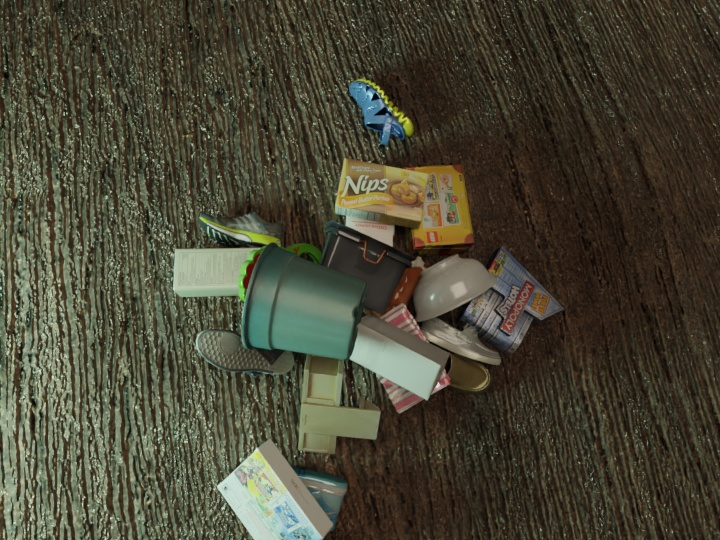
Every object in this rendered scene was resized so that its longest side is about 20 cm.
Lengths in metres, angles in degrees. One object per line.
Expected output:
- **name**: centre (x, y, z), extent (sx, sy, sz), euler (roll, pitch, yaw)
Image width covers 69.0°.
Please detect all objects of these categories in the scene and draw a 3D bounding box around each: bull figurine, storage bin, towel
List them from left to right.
- **storage bin**: centre (0.000, 0.000, 1.101), extent (0.196, 0.145, 0.137), euler (22, 86, -11)
- **bull figurine**: centre (0.079, 0.039, 1.204), extent (0.120, 0.065, 0.203), euler (26, 73, 3)
- **towel**: centre (0.087, 0.191, 1.141), extent (0.145, 0.030, 0.202), euler (-34, 83, 21)

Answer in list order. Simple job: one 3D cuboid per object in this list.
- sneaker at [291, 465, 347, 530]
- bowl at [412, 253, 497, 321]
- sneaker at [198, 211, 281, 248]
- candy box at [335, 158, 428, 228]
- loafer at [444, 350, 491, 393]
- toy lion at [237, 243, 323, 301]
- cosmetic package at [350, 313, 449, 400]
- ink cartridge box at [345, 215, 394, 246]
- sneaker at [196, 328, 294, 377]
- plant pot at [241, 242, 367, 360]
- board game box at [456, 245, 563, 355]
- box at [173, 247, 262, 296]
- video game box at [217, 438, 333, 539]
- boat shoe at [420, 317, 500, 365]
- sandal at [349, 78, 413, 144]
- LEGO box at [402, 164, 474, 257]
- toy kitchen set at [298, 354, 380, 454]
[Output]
- **sneaker**: centre (-0.132, 0.473, 1.061), extent (0.195, 0.080, 0.134), euler (11, 82, 5)
- **bowl**: centre (0.189, 0.026, 1.144), extent (0.198, 0.201, 0.092), euler (-28, 89, -13)
- **sneaker**: centre (-0.270, -0.097, 1.201), extent (0.196, 0.074, 0.083), euler (16, 65, -9)
- **candy box**: centre (0.047, -0.174, 1.185), extent (0.195, 0.055, 0.118), euler (10, 75, 1)
- **loafer**: centre (0.202, 0.223, 1.169), extent (0.196, 0.068, 0.078), euler (16, 76, -1)
- **toy lion**: centre (-0.159, 0.019, 1.126), extent (0.201, 0.068, 0.193), euler (-50, 118, -22)
- **cosmetic package**: centre (0.075, 0.171, 1.073), extent (0.197, 0.113, 0.083), euler (27, 102, 17)
- **ink cartridge box**: centre (0.023, -0.135, 1.239), extent (0.114, 0.067, 0.205), euler (5, 74, -4)
- **sneaker**: centre (-0.254, 0.169, 1.078), extent (0.199, 0.145, 0.079), euler (22, 76, -28)
- **plant pot**: centre (-0.095, 0.071, 0.975), extent (0.192, 0.201, 0.204), euler (14, 74, 6)
- **board game box**: centre (0.360, 0.084, 1.228), extent (0.198, 0.062, 0.202), euler (32, 74, 3)
- **box**: centre (-0.304, 0.005, 1.158), extent (0.195, 0.078, 0.097), euler (0, 76, -7)
- **video game box**: centre (-0.170, 0.454, 1.016), extent (0.201, 0.182, 0.047), euler (50, 36, 8)
- **boat shoe**: centre (0.231, 0.152, 1.185), extent (0.197, 0.070, 0.073), euler (22, 89, 3)
- **sandal**: centre (0.040, -0.391, 1.305), extent (0.087, 0.080, 0.200), euler (-43, 82, -12)
- **LEGO box**: centre (0.178, -0.143, 1.255), extent (0.145, 0.077, 0.205), euler (-4, 76, -7)
- **toy kitchen set**: centre (-0.040, 0.258, 1.130), extent (0.159, 0.181, 0.204), euler (7, 114, -2)
